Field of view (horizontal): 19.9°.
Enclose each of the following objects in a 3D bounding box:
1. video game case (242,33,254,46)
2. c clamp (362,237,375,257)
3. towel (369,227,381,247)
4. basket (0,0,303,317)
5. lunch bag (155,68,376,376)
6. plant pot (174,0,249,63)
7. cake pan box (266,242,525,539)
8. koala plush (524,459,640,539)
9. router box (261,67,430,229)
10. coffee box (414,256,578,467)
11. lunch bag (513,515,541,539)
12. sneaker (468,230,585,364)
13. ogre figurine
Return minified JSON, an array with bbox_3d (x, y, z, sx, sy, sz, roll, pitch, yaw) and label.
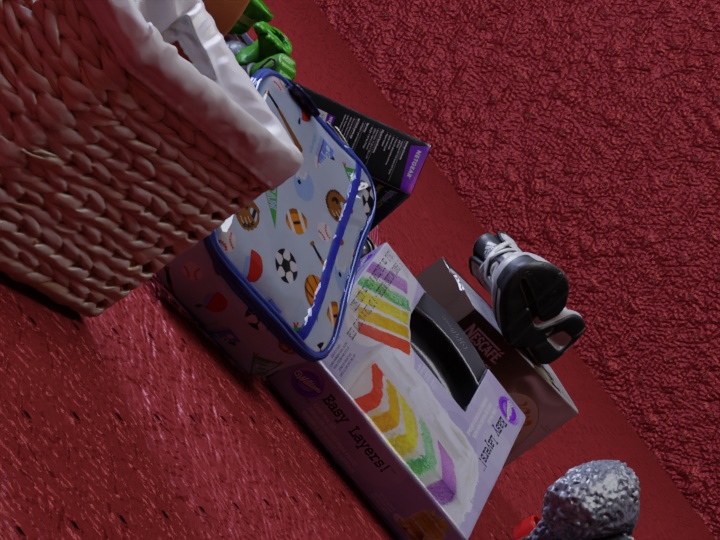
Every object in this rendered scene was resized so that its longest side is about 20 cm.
[{"bbox_3d":[-0.067,-0.135,2.058,0.200,0.019,0.143,65,-6,-30],"label":"video game case"},{"bbox_3d":[0.000,0.000,1.691,0.171,0.027,0.200,54,9,13],"label":"c clamp"},{"bbox_3d":[-0.006,-0.054,1.995,0.200,0.023,0.144,-94,162,-62],"label":"towel"},{"bbox_3d":[-0.168,-0.109,1.107,0.198,0.161,0.200,56,10,26],"label":"basket"},{"bbox_3d":[-0.060,-0.034,1.420,0.160,0.076,0.200,48,40,-28],"label":"lunch bag"},{"bbox_3d":[-0.189,-0.281,1.699,0.140,0.200,0.200,22,26,-39],"label":"plant pot"},{"bbox_3d":[0.032,0.094,1.523,0.184,0.052,0.200,53,29,-8],"label":"cake pan box"},{"bbox_3d":[0.134,0.259,1.337,0.177,0.184,0.200,44,28,6],"label":"koala plush"},{"bbox_3d":[-0.038,-0.093,1.695,0.149,0.051,0.200,24,-13,-6],"label":"router box"},{"bbox_3d":[0.095,0.092,1.864,0.200,0.114,0.080,45,11,-44],"label":"coffee box"},{"bbox_3d":[0.177,0.273,1.653,0.176,0.082,0.200,55,9,23],"label":"lunch bag"},{"bbox_3d":[0.127,0.009,1.815,0.115,0.076,0.201,47,-2,24],"label":"sneaker"},{"bbox_3d":[-0.126,-0.189,1.829,0.098,0.120,0.200,33,19,-54],"label":"ogre figurine"}]
